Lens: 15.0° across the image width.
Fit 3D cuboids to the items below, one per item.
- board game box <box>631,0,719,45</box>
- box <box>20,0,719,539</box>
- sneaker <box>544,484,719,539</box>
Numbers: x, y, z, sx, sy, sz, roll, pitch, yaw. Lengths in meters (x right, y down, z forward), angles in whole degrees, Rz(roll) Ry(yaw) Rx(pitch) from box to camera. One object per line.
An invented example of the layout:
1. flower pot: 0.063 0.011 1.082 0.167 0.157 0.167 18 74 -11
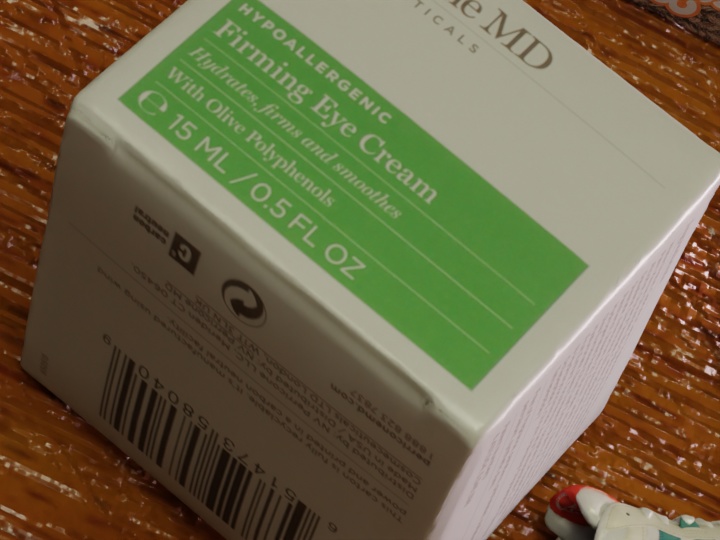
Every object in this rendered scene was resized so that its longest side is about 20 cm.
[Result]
1. board game box: 0.141 -0.224 1.297 0.199 0.097 0.160 26 60 -8
2. box: 0.000 0.000 1.069 0.199 0.200 0.171 39 58 11
3. sneaker: 0.130 0.122 1.150 0.199 0.070 0.094 -24 83 -25
